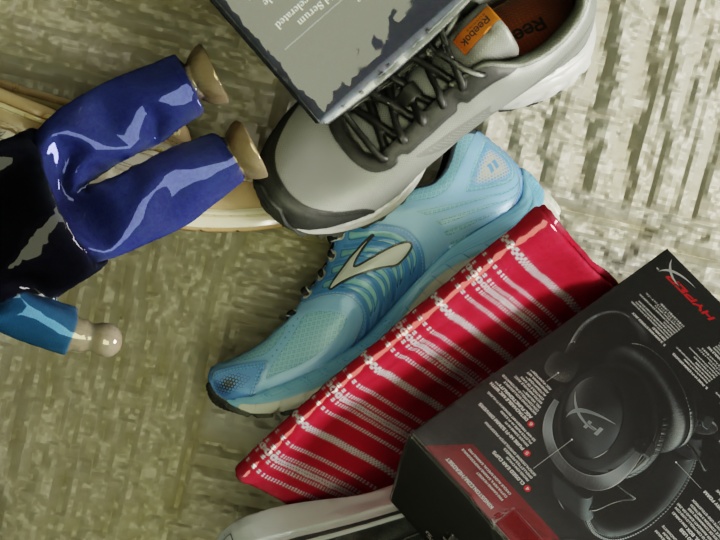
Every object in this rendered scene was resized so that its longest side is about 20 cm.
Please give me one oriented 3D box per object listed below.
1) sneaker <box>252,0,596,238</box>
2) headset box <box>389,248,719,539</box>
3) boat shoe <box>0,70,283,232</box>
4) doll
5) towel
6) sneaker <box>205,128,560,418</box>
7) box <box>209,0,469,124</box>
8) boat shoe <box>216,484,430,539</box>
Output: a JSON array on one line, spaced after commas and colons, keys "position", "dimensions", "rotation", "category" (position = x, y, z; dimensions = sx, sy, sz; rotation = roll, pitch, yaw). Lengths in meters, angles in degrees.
[{"position": [0.031, -0.091, 1.114], "dimensions": [0.200, 0.079, 0.074], "rotation": [-35, 79, -13], "category": "sneaker"}, {"position": [0.123, 0.106, 1.128], "dimensions": [0.200, 0.077, 0.149], "rotation": [-35, 69, -25], "category": "headset box"}, {"position": [-0.117, -0.063, 1.122], "dimensions": [0.199, 0.074, 0.070], "rotation": [7, 101, -15], "category": "boat shoe"}, {"position": [-0.143, -0.023, 1.067], "dimensions": [0.199, 0.048, 0.137], "rotation": [-27, 98, -2], "category": "doll"}, {"position": [0.039, 0.054, 1.151], "dimensions": [0.200, 0.145, 0.023], "rotation": [-41, 65, 4], "category": "towel"}, {"position": [0.000, 0.000, 1.166], "dimensions": [0.200, 0.078, 0.090], "rotation": [-36, 94, -7], "category": "sneaker"}, {"position": [-0.051, -0.182, 1.065], "dimensions": [0.104, 0.148, 0.200], "rotation": [-41, 107, 2], "category": "box"}, {"position": [0.022, 0.150, 1.171], "dimensions": [0.199, 0.072, 0.071], "rotation": [-10, 62, -26], "category": "boat shoe"}]
